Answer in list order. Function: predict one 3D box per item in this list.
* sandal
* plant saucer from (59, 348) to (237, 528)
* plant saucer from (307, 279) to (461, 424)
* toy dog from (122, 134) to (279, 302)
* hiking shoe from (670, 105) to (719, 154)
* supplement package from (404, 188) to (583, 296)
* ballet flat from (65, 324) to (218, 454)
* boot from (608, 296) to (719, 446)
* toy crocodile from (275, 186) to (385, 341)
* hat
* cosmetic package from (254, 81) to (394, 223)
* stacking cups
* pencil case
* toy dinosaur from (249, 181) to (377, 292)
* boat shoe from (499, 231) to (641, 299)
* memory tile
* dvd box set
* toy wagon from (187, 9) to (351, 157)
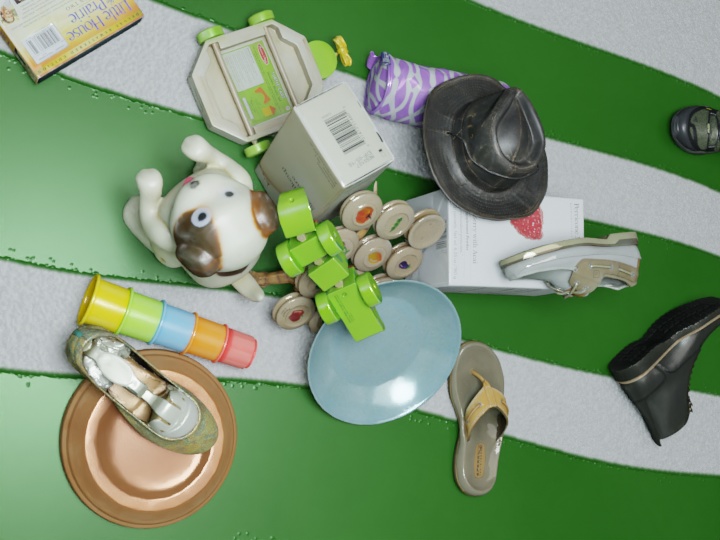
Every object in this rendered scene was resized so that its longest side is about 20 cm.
[{"bbox_3d":[0.158,0.191,1.238,0.080,0.054,0.201,3,85,-24],"label":"sandal"},{"bbox_3d":[-0.231,0.188,1.076,0.199,0.037,0.201,2,86,-24],"label":"plant saucer"},{"bbox_3d":[0.025,0.093,1.168,0.200,0.039,0.202,-11,121,-19],"label":"plant saucer"},{"bbox_3d":[-0.163,-0.043,1.027,0.139,0.200,0.194,-25,95,-15],"label":"toy dog"},{"bbox_3d":[0.553,-0.209,1.418,0.199,0.101,0.076,4,84,-24],"label":"hiking shoe"},{"bbox_3d":[0.170,-0.033,1.225,0.199,0.120,0.122,2,84,-24],"label":"supplement package"},{"bbox_3d":[-0.229,0.132,1.026,0.200,0.071,0.071,43,71,-15],"label":"ballet flat"},{"bbox_3d":[0.460,0.141,1.374,0.200,0.077,0.139,-32,103,-9],"label":"boot"},{"bbox_3d":[-0.032,-0.001,1.049,0.067,0.062,0.200,-27,120,14],"label":"toy crocodile"},{"bbox_3d":[0.166,-0.162,1.144,0.200,0.081,0.201,10,64,-23],"label":"hat"},{"bbox_3d":[-0.046,-0.119,1.084,0.073,0.200,0.104,-31,87,-23],"label":"cosmetic package"},{"bbox_3d":[-0.215,0.068,1.085,0.200,0.060,0.061,24,77,-24],"label":"stacking cups"},{"bbox_3d":[0.099,-0.222,1.233,0.199,0.084,0.086,11,45,-24],"label":"pencil case"},{"bbox_3d":[-0.036,-0.013,1.125,0.200,0.106,0.061,-30,63,13],"label":"toy dinosaur"},{"bbox_3d":[0.259,-0.002,1.156,0.199,0.075,0.069,-8,85,-26],"label":"boat shoe"},{"bbox_3d":[0.000,0.000,1.123,0.153,0.017,0.200,13,120,-41],"label":"memory tile"},{"bbox_3d":[-0.356,-0.327,1.061,0.146,0.029,0.200,-39,101,-22],"label":"dvd box set"},{"bbox_3d":[-0.103,-0.232,1.163,0.200,0.040,0.156,-25,96,-24],"label":"toy wagon"}]
